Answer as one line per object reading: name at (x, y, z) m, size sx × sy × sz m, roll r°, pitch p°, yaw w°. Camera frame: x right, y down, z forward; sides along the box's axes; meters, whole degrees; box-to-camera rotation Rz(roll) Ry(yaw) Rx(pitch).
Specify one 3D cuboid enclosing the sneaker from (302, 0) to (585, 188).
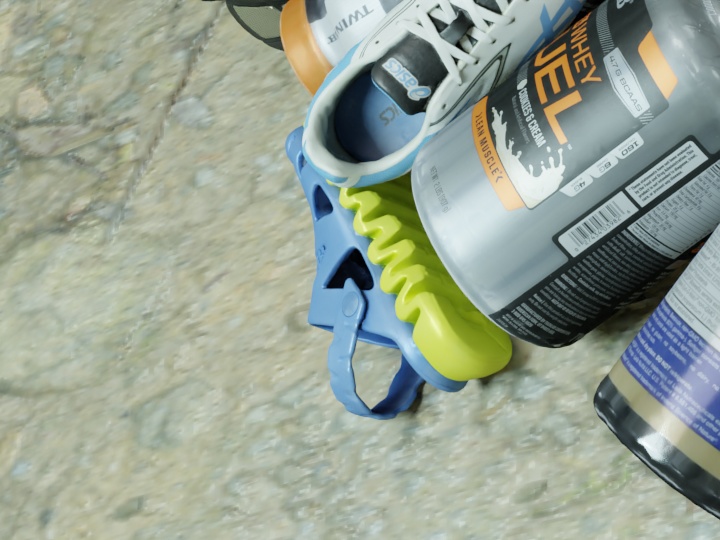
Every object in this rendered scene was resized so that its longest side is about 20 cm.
sneaker at (0.047, -0.113, 1.422) m, size 0.200 × 0.072 × 0.072 m, roll -47°, pitch 1°, yaw 23°

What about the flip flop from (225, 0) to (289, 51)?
flip flop at (0.009, -0.192, 1.601) m, size 0.200 × 0.081 × 0.058 m, roll -42°, pitch 17°, yaw 26°

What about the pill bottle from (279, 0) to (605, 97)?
pill bottle at (0.052, -0.154, 1.510) m, size 0.199 × 0.106 × 0.107 m, roll -30°, pitch 52°, yaw 30°

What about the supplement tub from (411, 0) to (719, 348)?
supplement tub at (0.132, -0.063, 1.376) m, size 0.200 × 0.122 × 0.123 m, roll -37°, pitch 48°, yaw 23°

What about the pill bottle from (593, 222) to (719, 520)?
pill bottle at (0.201, 0.012, 1.279) m, size 0.200 × 0.112 × 0.112 m, roll -54°, pitch 43°, yaw 8°

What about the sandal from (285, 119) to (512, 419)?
sandal at (0.000, 0.000, 1.507) m, size 0.087 × 0.079 × 0.200 m, roll -46°, pitch 43°, yaw 21°
